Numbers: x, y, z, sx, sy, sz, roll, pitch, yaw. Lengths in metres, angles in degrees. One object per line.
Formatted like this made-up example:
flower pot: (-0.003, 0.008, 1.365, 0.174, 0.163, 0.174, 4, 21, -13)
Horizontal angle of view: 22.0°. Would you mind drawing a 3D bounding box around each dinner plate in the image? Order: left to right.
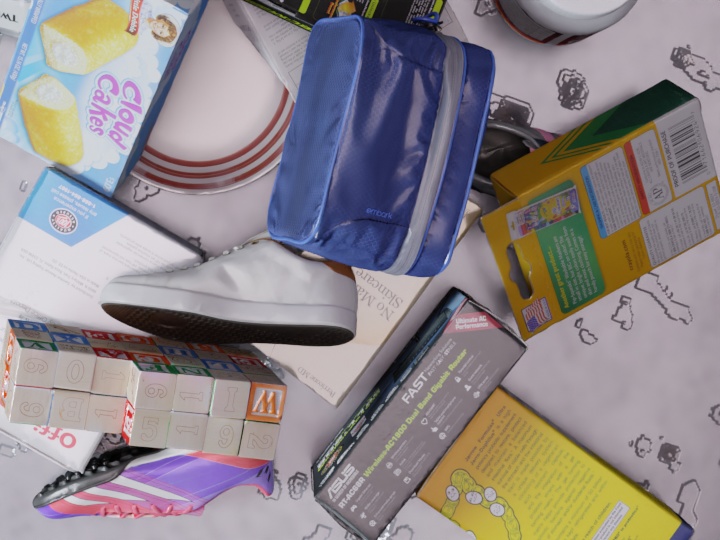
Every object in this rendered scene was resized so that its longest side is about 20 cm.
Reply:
dinner plate: (-0.133, -0.163, 1.519, 0.198, 0.024, 0.202, 0, 92, -2)

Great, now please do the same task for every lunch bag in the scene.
lunch bag: (0.024, -0.100, 1.396, 0.131, 0.136, 0.202, 14, 93, -21)

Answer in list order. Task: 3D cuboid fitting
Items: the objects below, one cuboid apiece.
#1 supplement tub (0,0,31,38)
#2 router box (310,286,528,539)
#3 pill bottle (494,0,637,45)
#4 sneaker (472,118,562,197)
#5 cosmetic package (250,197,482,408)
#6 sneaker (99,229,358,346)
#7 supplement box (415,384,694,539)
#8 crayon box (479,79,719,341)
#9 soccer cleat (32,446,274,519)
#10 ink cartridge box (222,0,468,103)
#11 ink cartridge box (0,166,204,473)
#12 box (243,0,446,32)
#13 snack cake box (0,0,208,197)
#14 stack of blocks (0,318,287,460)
supplement tub: (-0.335, -0.263, 1.459, 0.198, 0.123, 0.123, 14, 92, -2)
router box: (0.043, 0.110, 1.473, 0.062, 0.150, 0.200, 39, 91, -3)
pill bottle: (0.163, -0.235, 1.435, 0.109, 0.200, 0.111, 0, 93, -2)
sneaker: (0.153, -0.078, 1.500, 0.198, 0.082, 0.071, 11, 93, -6)
cosmetic package: (0.000, 0.000, 1.506, 0.103, 0.073, 0.201, 35, 90, -2)
sneaker: (-0.101, 0.010, 1.441, 0.198, 0.073, 0.085, 4, 69, -6)
supplement box: (0.151, 0.188, 1.501, 0.199, 0.109, 0.110, 36, 91, -2)
crayon box: (0.186, -0.048, 1.467, 0.199, 0.052, 0.126, -28, 123, -10)
soccer cleat: (-0.167, 0.177, 1.515, 0.199, 0.068, 0.074, -18, 97, -3)
ink cartridge box: (-0.019, -0.221, 1.500, 0.160, 0.050, 0.201, -33, 108, -13)
ink cartridge box: (-0.235, 0.038, 1.495, 0.144, 0.084, 0.201, 30, 91, -5)
box: (-0.006, -0.282, 1.449, 0.192, 0.047, 0.201, 22, 89, -24)
snack cake box: (-0.198, -0.166, 1.419, 0.114, 0.067, 0.201, 29, 132, -1)
stack of blocks: (-0.168, 0.090, 1.404, 0.198, 0.115, 0.059, 8, 99, -19)
